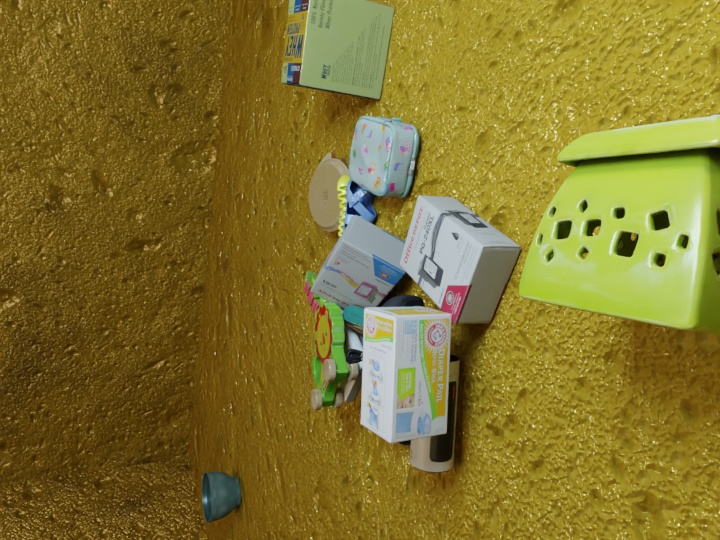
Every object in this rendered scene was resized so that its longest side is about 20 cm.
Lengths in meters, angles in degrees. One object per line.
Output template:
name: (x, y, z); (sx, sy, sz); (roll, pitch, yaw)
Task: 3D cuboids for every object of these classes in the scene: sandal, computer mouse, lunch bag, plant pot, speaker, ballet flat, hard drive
sandal: (-0.002, -0.122, 1.264); (0.087, 0.079, 0.200); (0, 100, 31)
computer mouse: (0.059, 0.099, 1.026); (0.046, 0.200, 0.140); (56, 151, -15)
lunch bag: (0.049, -0.247, 1.159); (0.200, 0.077, 0.161); (41, 124, 56)
plant pot: (-0.582, 0.944, 2.299); (0.200, 0.134, 0.201); (-6, 84, 63)
plant pot: (0.305, -0.040, 0.537); (0.200, 0.199, 0.182); (14, 96, 63)
speaker: (0.133, 0.250, 0.981); (0.081, 0.081, 0.200); (10, 98, 62)
ballet flat: (0.049, 0.128, 1.138); (0.200, 0.072, 0.068); (17, 70, 35)
hard drive: (-0.041, 0.175, 1.228); (0.200, 0.026, 0.132); (63, 144, 39)

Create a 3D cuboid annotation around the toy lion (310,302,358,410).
toy lion: (-0.071, 0.178, 1.194); (0.200, 0.069, 0.192); (113, 149, -45)

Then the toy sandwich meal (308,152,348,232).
toy sandwich meal: (-0.064, -0.196, 1.397); (0.205, 0.070, 0.206); (4, 95, 52)

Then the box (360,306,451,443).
box: (0.073, 0.162, 0.894); (0.101, 0.112, 0.200); (8, 98, 61)

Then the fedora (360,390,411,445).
fedora: (0.061, 0.259, 1.104); (0.200, 0.091, 0.201); (0, 89, 62)

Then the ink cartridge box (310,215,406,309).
ink cartridge box: (0.000, 0.000, 1.156); (0.200, 0.144, 0.085); (-54, 11, 50)

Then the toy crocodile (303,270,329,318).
toy crocodile: (-0.121, 0.071, 1.499); (0.200, 0.062, 0.068); (61, 140, 45)

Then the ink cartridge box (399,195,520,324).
ink cartridge box: (0.159, -0.024, 0.931); (0.200, 0.083, 0.145); (50, 133, 50)

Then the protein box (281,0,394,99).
protein box: (-0.056, -0.506, 1.233); (0.135, 0.200, 0.199); (36, 121, 57)

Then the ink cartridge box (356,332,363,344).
ink cartridge box: (-0.008, 0.142, 1.270); (0.116, 0.067, 0.200); (-47, 50, 54)
